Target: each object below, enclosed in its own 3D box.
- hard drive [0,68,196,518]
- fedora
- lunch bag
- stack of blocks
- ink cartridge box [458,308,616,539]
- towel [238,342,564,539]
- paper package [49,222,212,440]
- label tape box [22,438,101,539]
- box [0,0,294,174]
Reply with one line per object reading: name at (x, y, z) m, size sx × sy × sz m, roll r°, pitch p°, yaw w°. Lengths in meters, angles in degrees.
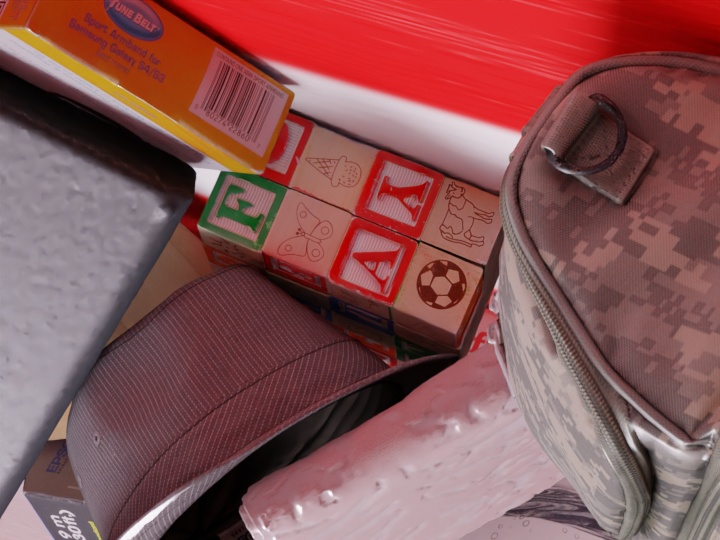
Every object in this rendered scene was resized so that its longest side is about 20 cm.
hard drive at (-0.171, 0.012, 0.947) m, size 0.139 × 0.201 × 0.033 m, roll 26°, pitch -154°, yaw -15°
fedora at (-0.057, 0.062, 0.988) m, size 0.091 × 0.176 × 0.200 m, roll 54°, pitch 151°, yaw 17°
lunch bag at (0.118, 0.022, 0.748) m, size 0.167 × 0.140 × 0.200 m, roll 37°, pitch 171°, yaw 12°
stack of blocks at (0.000, 0.000, 1.045) m, size 0.114 × 0.059 × 0.200 m, roll 22°, pitch 169°, yaw 6°
ink cartridge box at (0.071, 0.129, 1.146) m, size 0.144 × 0.201 × 0.084 m, roll 16°, pitch 164°, yaw 29°
towel at (0.055, 0.067, 0.982) m, size 0.032 × 0.199 × 0.191 m, roll 59°, pitch 180°, yaw 17°
paper package at (-0.198, 0.001, 1.174) m, size 0.189 × 0.104 × 0.200 m, roll -8°, pitch 148°, yaw 30°
label tape box at (-0.108, 0.143, 1.258) m, size 0.199 × 0.063 × 0.145 m, roll 6°, pitch 139°, yaw 32°
box at (-0.130, -0.086, 0.963) m, size 0.119 × 0.042 × 0.199 m, roll 31°, pitch 169°, yaw -35°
